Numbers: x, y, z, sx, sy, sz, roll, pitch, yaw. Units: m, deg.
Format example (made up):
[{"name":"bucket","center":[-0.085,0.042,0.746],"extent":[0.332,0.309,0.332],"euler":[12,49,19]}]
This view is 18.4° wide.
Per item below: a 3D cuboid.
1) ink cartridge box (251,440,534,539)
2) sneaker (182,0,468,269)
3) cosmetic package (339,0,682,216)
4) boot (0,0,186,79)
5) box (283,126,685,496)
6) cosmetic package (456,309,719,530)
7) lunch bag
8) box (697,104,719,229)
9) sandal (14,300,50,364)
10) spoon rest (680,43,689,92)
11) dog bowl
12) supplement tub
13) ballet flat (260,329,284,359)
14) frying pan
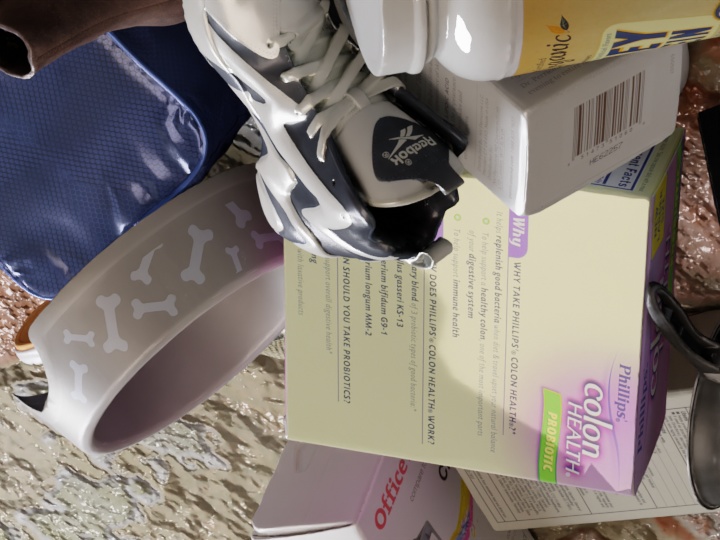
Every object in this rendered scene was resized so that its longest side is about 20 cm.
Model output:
[{"name":"ink cartridge box","center":[0.030,0.179,1.436],"extent":[0.085,0.148,0.201],"euler":[-10,129,31]},{"name":"sneaker","center":[-0.005,-0.081,1.037],"extent":[0.129,0.079,0.200],"euler":[23,135,43]},{"name":"cosmetic package","center":[0.054,-0.124,1.089],"extent":[0.200,0.101,0.074],"euler":[44,151,35]},{"name":"boot","center":[-0.145,-0.172,1.105],"extent":[0.200,0.166,0.073],"euler":[35,144,44]},{"name":"box","center":[0.065,0.008,1.198],"extent":[0.198,0.097,0.177],"euler":[8,118,17]},{"name":"cosmetic package","center":[0.155,0.092,1.347],"extent":[0.199,0.073,0.104],"euler":[-9,128,31]},{"name":"lunch bag","center":[-0.150,-0.090,1.258],"extent":[0.136,0.132,0.200],"euler":[46,126,-8]},{"name":"box","center":[0.231,0.025,1.151],"extent":[0.049,0.201,0.162],"euler":[-20,123,14]},{"name":"sandal","center":[-0.171,0.006,1.404],"extent":[0.059,0.079,0.206],"euler":[42,137,-23]},{"name":"spoon rest","center":[0.128,-0.143,1.148],"extent":[0.099,0.061,0.200],"euler":[17,151,9]},{"name":"dog bowl","center":[-0.104,0.027,1.259],"extent":[0.059,0.200,0.200],"euler":[49,139,12]},{"name":"supplement tub","center":[0.091,-0.162,0.970],"extent":[0.198,0.145,0.145],"euler":[-11,134,-6]},{"name":"ballet flat","center":[0.000,0.000,1.339],"extent":[0.075,0.068,0.200],"euler":[23,141,-29]},{"name":"frying pan","center":[0.199,0.047,1.194],"extent":[0.031,0.115,0.191],"euler":[10,135,29]}]
